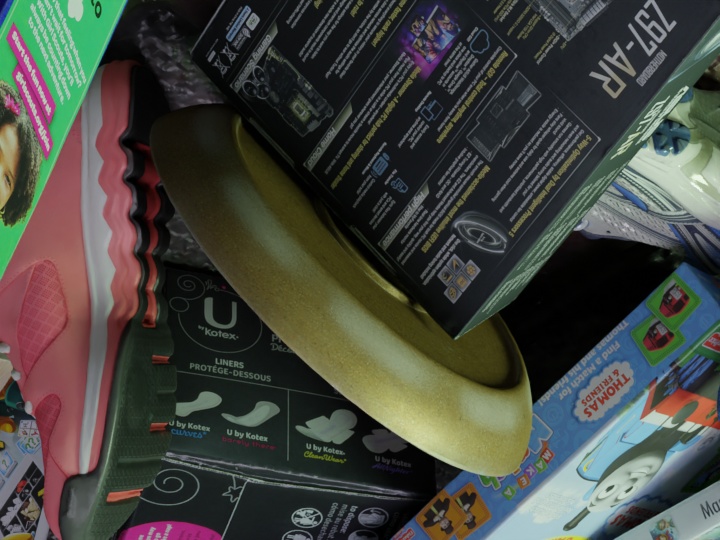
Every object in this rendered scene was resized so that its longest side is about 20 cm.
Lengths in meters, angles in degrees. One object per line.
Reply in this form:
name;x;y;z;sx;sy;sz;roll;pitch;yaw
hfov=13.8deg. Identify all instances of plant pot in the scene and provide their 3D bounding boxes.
plant pot;0.000;0.000;1.184;0.200;0.200;0.027;35;108;-31

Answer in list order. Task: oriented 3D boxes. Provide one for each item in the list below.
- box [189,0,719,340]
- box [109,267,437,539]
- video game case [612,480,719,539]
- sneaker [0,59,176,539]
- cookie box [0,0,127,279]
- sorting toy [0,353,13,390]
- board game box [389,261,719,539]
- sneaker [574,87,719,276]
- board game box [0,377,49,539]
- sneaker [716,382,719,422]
box;0.041;-0.095;1.118;0.160;0.044;0.200;46;131;11
box;-0.053;0.111;1.354;0.132;0.115;0.200;10;136;-13
video game case;0.204;0.117;1.349;0.182;0.024;0.200;-31;155;19
sneaker;-0.124;0.015;1.221;0.087;0.201;0.074;0;172;16
cookie box;-0.185;-0.084;1.059;0.171;0.200;0.075;5;140;18
sorting toy;-0.278;0.089;1.292;0.198;0.070;0.200;14;136;-27
board game box;0.105;0.087;1.292;0.200;0.037;0.151;-43;154;15
sneaker;0.101;-0.050;1.212;0.200;0.077;0.085;33;134;-28
board game box;-0.202;0.087;1.386;0.126;0.035;0.200;10;136;-9
sneaker;0.220;-0.002;1.226;0.066;0.200;0.078;48;162;1
